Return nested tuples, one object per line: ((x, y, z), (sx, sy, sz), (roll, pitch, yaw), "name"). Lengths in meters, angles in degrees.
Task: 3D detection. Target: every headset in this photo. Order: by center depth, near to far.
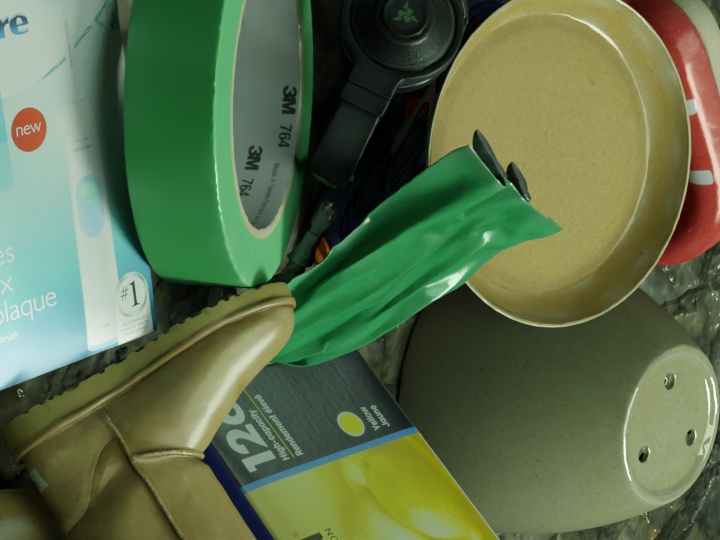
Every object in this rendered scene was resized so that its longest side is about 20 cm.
((0.036, -0.130, 1.123), (0.124, 0.094, 0.200), (-70, -174, -77), "headset")

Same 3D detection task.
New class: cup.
((0.144, 0.084, 1.328), (0.200, 0.143, 0.201), (-12, 107, -44), "cup")

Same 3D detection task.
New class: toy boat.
((0.165, -0.086, 1.328), (0.131, 0.130, 0.200), (-36, 124, -23), "toy boat")

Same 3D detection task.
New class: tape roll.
((-0.069, -0.092, 1.065), (0.200, 0.048, 0.201), (5, 90, -78), "tape roll")

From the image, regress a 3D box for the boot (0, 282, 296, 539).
((-0.065, 0.129, 1.050), (0.175, 0.066, 0.200), (-30, 83, -10), "boot")

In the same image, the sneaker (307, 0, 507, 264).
((0.048, -0.076, 1.239), (0.075, 0.078, 0.200), (39, 71, -44), "sneaker")

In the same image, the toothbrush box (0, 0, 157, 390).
((-0.188, -0.050, 0.996), (0.146, 0.085, 0.200), (-20, 112, -42), "toothbrush box")

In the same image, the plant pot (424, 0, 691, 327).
((0.113, -0.067, 1.218), (0.200, 0.027, 0.200), (-6, 100, -35), "plant pot")

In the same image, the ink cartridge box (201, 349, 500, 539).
((-0.027, 0.141, 1.139), (0.200, 0.198, 0.047), (-14, 151, -47), "ink cartridge box")

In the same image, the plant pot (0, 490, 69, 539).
((-0.184, 0.213, 1.061), (0.200, 0.027, 0.200), (-18, 114, -46), "plant pot")

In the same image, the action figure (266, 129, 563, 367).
((0.000, 0.000, 1.134), (0.200, 0.055, 0.118), (-33, 142, 15), "action figure")
